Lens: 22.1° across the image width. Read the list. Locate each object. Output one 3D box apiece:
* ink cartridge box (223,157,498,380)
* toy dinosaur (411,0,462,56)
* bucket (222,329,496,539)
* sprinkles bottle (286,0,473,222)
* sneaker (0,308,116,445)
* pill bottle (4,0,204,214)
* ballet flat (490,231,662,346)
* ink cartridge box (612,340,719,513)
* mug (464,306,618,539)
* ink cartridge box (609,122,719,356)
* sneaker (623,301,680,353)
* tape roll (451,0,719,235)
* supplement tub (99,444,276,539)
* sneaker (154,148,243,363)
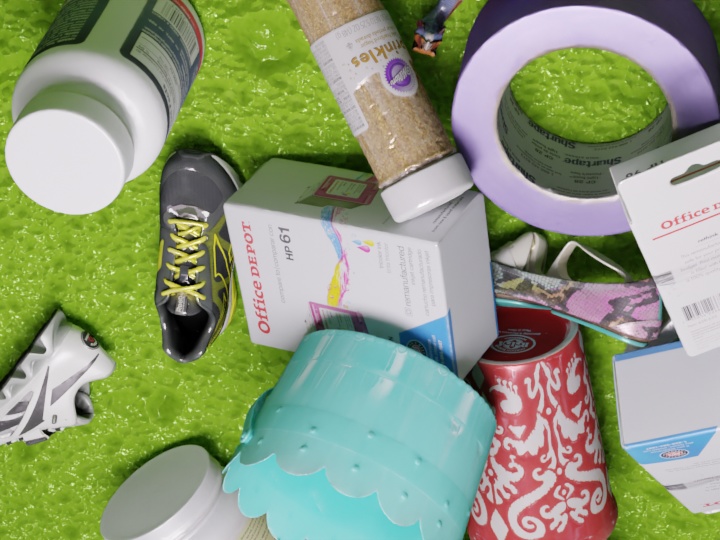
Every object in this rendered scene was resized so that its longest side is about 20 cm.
[{"bbox_3d":[0.000,0.000,1.490,0.200,0.085,0.145,12,128,29],"label":"ink cartridge box"},{"bbox_3d":[0.105,-0.226,1.346,0.200,0.105,0.182,5,148,-7],"label":"toy dinosaur"},{"bbox_3d":[0.004,0.150,1.468,0.207,0.135,0.207,21,155,10],"label":"bucket"},{"bbox_3d":[0.012,-0.138,1.385,0.068,0.068,0.200,-27,89,27],"label":"sprinkles bottle"},{"bbox_3d":[-0.296,0.129,1.685,0.088,0.074,0.200,36,125,-12],"label":"sneaker"},{"bbox_3d":[-0.197,-0.134,1.397,0.119,0.200,0.120,6,126,8],"label":"pill bottle"},{"bbox_3d":[0.157,0.008,1.500,0.200,0.069,0.071,13,93,33],"label":"ballet flat"},{"bbox_3d":[0.306,0.123,1.499,0.145,0.084,0.200,-15,153,21],"label":"ink cartridge box"},{"bbox_3d":[0.124,0.139,1.565,0.177,0.133,0.200,-14,120,-7],"label":"mug"},{"bbox_3d":[0.260,-0.038,1.356,0.116,0.067,0.200,-22,133,9],"label":"ink cartridge box"},{"bbox_3d":[0.308,0.052,1.503,0.118,0.074,0.200,40,121,-9],"label":"sneaker"},{"bbox_3d":[0.172,-0.131,1.397,0.200,0.085,0.200,5,127,7],"label":"tape roll"},{"bbox_3d":[-0.135,0.275,1.712,0.145,0.145,0.200,-23,118,25],"label":"supplement tub"},{"bbox_3d":[-0.136,-0.008,1.547,0.074,0.085,0.200,4,126,8],"label":"sneaker"}]
